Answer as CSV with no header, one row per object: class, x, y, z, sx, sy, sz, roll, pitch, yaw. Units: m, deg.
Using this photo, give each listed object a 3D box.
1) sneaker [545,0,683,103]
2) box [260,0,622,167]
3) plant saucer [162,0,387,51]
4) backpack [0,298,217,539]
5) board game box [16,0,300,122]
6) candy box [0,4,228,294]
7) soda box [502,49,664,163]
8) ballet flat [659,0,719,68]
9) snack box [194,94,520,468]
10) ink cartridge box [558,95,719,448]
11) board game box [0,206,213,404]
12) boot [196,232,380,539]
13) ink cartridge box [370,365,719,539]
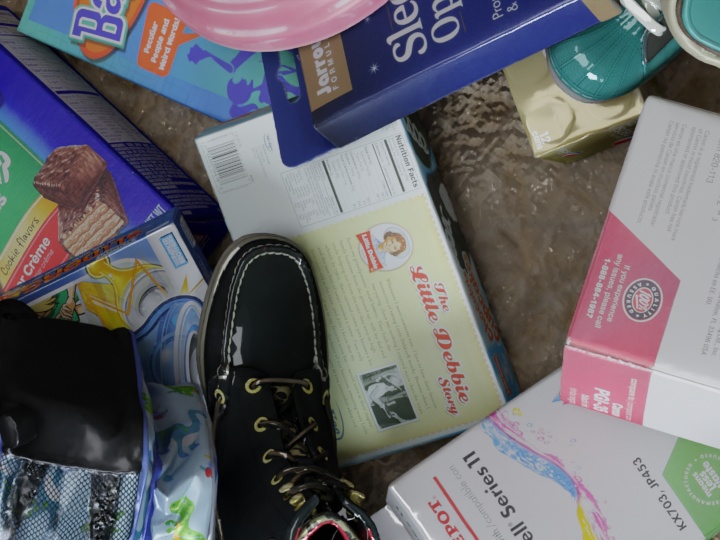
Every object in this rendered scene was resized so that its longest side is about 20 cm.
sneaker,0.171,-0.167,1.153,0.071,0.080,0.200,44,79,0
box,0.028,-0.143,1.179,0.199,0.032,0.122,-26,57,22
plant saucer,-0.038,-0.214,1.201,0.200,0.051,0.201,-13,62,26
backpack,-0.153,0.140,1.167,0.146,0.183,0.201,13,105,-15
board game box,-0.079,-0.167,1.297,0.199,0.045,0.153,24,98,18
candy box,-0.203,-0.030,1.323,0.200,0.077,0.169,42,103,15
soda box,0.097,-0.161,1.226,0.068,0.064,0.201,-21,82,18
ballet flat,0.234,-0.099,1.114,0.199,0.069,0.070,28,99,-8
snack box,0.000,0.000,1.247,0.116,0.037,0.201,-17,100,19
ink cartridge box,0.213,0.018,1.131,0.199,0.083,0.147,17,67,10
board game box,-0.114,0.083,1.263,0.135,0.034,0.201,-26,105,8
boot,-0.031,0.090,1.167,0.073,0.154,0.205,0,98,-19
ink cartridge box,0.092,0.129,1.185,0.200,0.067,0.117,-34,80,-7
